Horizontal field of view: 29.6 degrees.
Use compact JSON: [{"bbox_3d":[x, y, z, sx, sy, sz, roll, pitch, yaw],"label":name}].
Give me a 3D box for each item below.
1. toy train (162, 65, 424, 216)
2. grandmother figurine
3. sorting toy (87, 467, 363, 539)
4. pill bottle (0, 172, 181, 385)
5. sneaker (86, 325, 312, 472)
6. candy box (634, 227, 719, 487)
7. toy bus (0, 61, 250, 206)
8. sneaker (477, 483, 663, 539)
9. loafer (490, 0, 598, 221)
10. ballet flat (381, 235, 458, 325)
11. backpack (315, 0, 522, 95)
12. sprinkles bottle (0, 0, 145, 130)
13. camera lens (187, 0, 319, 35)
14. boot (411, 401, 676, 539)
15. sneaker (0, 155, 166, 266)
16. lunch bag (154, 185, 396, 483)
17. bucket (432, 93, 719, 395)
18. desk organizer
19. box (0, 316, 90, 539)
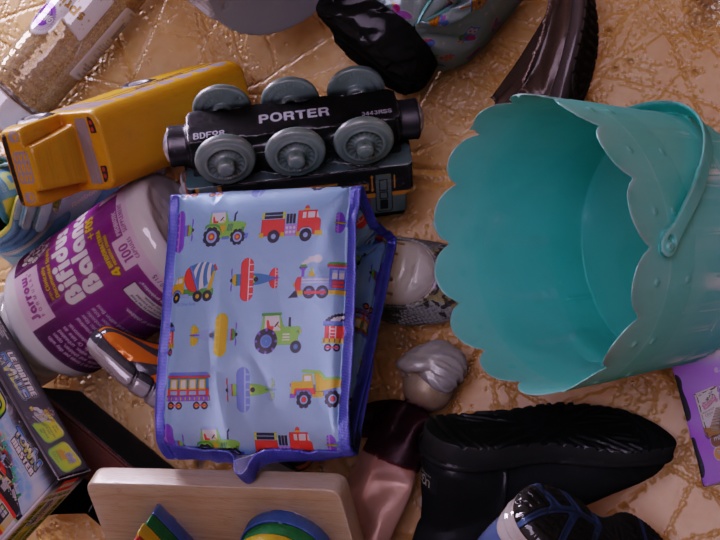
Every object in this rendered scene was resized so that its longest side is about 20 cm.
[{"bbox_3d":[-0.049,-0.086,1.047,0.198,0.114,0.086,-8,48,-3],"label":"toy train"},{"bbox_3d":[0.022,0.144,1.036,0.121,0.061,0.201,25,86,31],"label":"grandmother figurine"},{"bbox_3d":[-0.092,0.244,0.984,0.198,0.070,0.200,-2,120,21],"label":"sorting toy"},{"bbox_3d":[-0.215,0.016,1.102,0.199,0.112,0.113,-32,72,19],"label":"pill bottle"},{"bbox_3d":[-0.108,0.074,1.065,0.199,0.078,0.113,33,82,-13],"label":"sneaker"},{"bbox_3d":[0.287,0.028,0.917,0.167,0.071,0.202,-29,68,51],"label":"candy box"},{"bbox_3d":[-0.180,-0.109,1.073,0.078,0.199,0.066,2,111,41],"label":"toy bus"},{"bbox_3d":[0.153,0.207,0.928,0.077,0.199,0.076,-40,34,29],"label":"sneaker"},{"bbox_3d":[0.133,-0.137,1.040,0.070,0.073,0.202,11,83,20],"label":"loafer"},{"bbox_3d":[0.000,0.000,1.062,0.199,0.072,0.073,8,83,19],"label":"ballet flat"},{"bbox_3d":[0.067,-0.238,1.050,0.126,0.167,0.200,39,91,3],"label":"backpack"},{"bbox_3d":[-0.252,-0.206,1.183,0.068,0.068,0.200,43,94,20],"label":"sprinkles bottle"},{"bbox_3d":[-0.111,-0.303,1.088,0.160,0.160,0.200,-45,57,6],"label":"camera lens"},{"bbox_3d":[0.121,0.186,0.981,0.198,0.076,0.170,0,111,-21],"label":"boot"},{"bbox_3d":[-0.243,-0.081,1.124,0.200,0.130,0.080,-47,69,4],"label":"sneaker"},{"bbox_3d":[-0.066,0.050,0.967,0.149,0.094,0.202,-2,65,20],"label":"lunch bag"},{"bbox_3d":[0.159,-0.020,0.916,0.207,0.134,0.209,7,99,55],"label":"bucket"},{"bbox_3d":[-0.194,0.182,1.093,0.199,0.072,0.077,35,94,21],"label":"desk organizer"},{"bbox_3d":[-0.300,0.108,1.072,0.110,0.035,0.201,-45,70,29],"label":"box"}]
